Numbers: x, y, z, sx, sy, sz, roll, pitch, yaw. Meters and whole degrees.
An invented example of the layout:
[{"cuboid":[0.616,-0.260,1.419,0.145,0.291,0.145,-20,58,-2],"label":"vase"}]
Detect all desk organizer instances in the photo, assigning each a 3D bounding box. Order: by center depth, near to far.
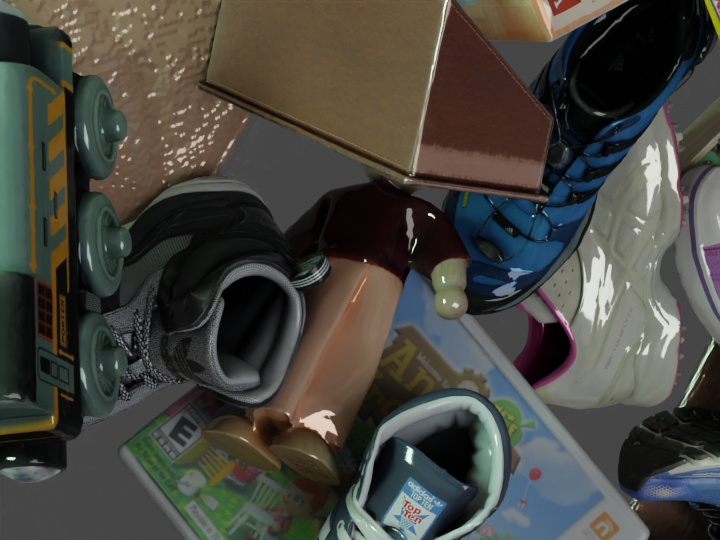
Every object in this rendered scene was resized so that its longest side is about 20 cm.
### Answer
[{"cuboid":[0.007,-0.094,0.942,0.071,0.200,0.078,6,102,-31],"label":"desk organizer"}]

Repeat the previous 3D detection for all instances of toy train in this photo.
[{"cuboid":[-0.147,-0.015,0.896,0.085,0.114,0.202,-4,77,11],"label":"toy train"}]

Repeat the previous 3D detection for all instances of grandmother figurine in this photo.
[{"cuboid":[0.000,0.000,1.025,0.201,0.120,0.061,-69,154,-19],"label":"grandmother figurine"}]

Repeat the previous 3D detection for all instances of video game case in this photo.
[{"cuboid":[0.012,0.109,1.052,0.182,0.022,0.200,-38,82,-13],"label":"video game case"}]

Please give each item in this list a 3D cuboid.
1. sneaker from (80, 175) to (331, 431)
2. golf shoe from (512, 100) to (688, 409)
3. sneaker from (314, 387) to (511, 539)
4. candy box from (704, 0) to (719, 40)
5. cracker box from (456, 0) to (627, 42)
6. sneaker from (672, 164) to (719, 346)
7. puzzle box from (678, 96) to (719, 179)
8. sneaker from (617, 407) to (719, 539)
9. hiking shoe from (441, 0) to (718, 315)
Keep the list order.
[{"cuboid":[-0.105,0.037,0.972,0.200,0.114,0.076,-38,122,-14],"label":"sneaker"},{"cuboid":[0.119,-0.019,1.113,0.091,0.075,0.202,-8,107,-17],"label":"golf shoe"},{"cuboid":[0.004,0.139,0.976,0.070,0.109,0.201,32,75,3],"label":"sneaker"},{"cuboid":[0.183,-0.177,0.956,0.102,0.026,0.201,-31,108,-22],"label":"candy box"},{"cuboid":[0.126,-0.175,1.018,0.199,0.134,0.058,-30,108,-19],"label":"cracker box"},{"cuboid":[0.248,0.025,1.127,0.073,0.114,0.201,-42,108,-37],"label":"sneaker"},{"cuboid":[0.250,-0.024,1.216,0.133,0.025,0.200,-44,123,-11],"label":"puzzle box"},{"cuboid":[0.227,0.133,1.226,0.199,0.078,0.090,10,100,-33],"label":"sneaker"},{"cuboid":[0.096,-0.068,1.037,0.201,0.074,0.087,-56,169,4],"label":"hiking shoe"}]
